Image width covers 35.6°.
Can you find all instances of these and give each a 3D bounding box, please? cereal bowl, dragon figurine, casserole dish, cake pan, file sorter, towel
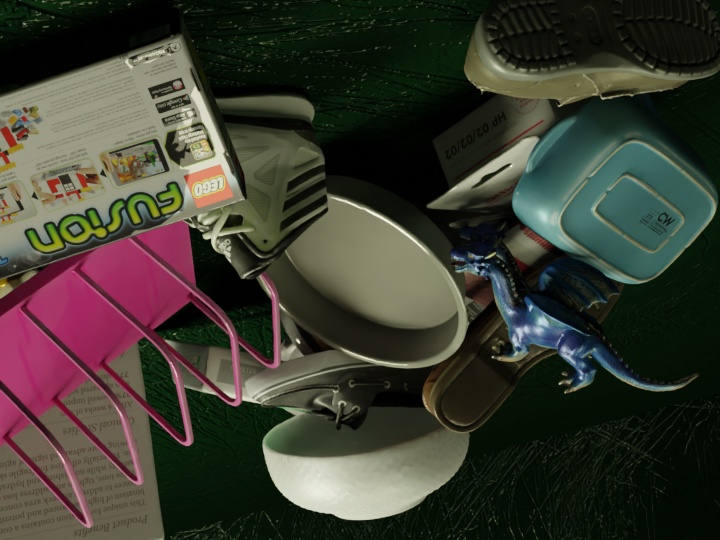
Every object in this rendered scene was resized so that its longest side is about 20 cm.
[{"bbox_3d":[0.010,0.182,1.069,0.200,0.083,0.200,-10,-174,1],"label":"cereal bowl"},{"bbox_3d":[0.152,0.033,0.830,0.059,0.200,0.100,-49,152,-35],"label":"dragon figurine"},{"bbox_3d":[0.198,-0.051,0.833,0.200,0.039,0.121,26,111,-44],"label":"casserole dish"},{"bbox_3d":[0.000,0.000,0.908,0.037,0.200,0.200,-57,-171,-35],"label":"cake pan"},{"bbox_3d":[-0.166,0.064,0.812,0.200,0.125,0.139,-39,154,-27],"label":"file sorter"},{"bbox_3d":[0.178,-0.029,0.928,0.200,0.023,0.144,-35,148,20],"label":"towel"}]

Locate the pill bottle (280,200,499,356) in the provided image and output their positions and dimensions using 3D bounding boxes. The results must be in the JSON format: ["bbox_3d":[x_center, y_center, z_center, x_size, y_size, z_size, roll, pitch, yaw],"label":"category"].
[{"bbox_3d":[0.029,0.005,1.026,0.200,0.113,0.112,-27,161,28],"label":"pill bottle"}]

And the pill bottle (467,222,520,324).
[{"bbox_3d":[0.143,-0.004,1.103,0.116,0.116,0.200,-3,158,-38],"label":"pill bottle"}]

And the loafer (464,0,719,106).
[{"bbox_3d":[0.154,-0.151,0.746,0.200,0.075,0.070,-4,171,-24],"label":"loafer"}]

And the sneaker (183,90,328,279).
[{"bbox_3d":[-0.106,-0.051,0.709,0.200,0.116,0.076,-8,161,-28],"label":"sneaker"}]

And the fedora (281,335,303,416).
[{"bbox_3d":[-0.022,0.106,1.219,0.200,0.177,0.090,-15,154,42],"label":"fedora"}]

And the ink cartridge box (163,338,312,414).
[{"bbox_3d":[-0.115,0.105,1.112,0.161,0.050,0.200,15,172,-27],"label":"ink cartridge box"}]

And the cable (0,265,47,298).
[{"bbox_3d":[-0.218,-0.015,0.822,0.200,0.050,0.097,-25,159,30],"label":"cable"}]

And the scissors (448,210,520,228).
[{"bbox_3d":[0.159,-0.052,0.911,0.200,0.014,0.073,0,156,-44],"label":"scissors"}]

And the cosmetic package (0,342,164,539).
[{"bbox_3d":[-0.283,0.142,0.942,0.167,0.200,0.166,-5,175,-33],"label":"cosmetic package"}]

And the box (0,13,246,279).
[{"bbox_3d":[-0.177,-0.062,0.641,0.200,0.035,0.110,-17,124,2],"label":"box"}]

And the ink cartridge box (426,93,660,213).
[{"bbox_3d":[0.143,-0.098,0.885,0.200,0.068,0.115,0,155,-46],"label":"ink cartridge box"}]

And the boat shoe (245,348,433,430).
[{"bbox_3d":[-0.007,0.111,1.014,0.200,0.066,0.070,-2,157,-37],"label":"boat shoe"}]

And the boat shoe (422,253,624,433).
[{"bbox_3d":[0.128,0.046,0.933,0.200,0.072,0.068,-39,-164,-1],"label":"boat shoe"}]
